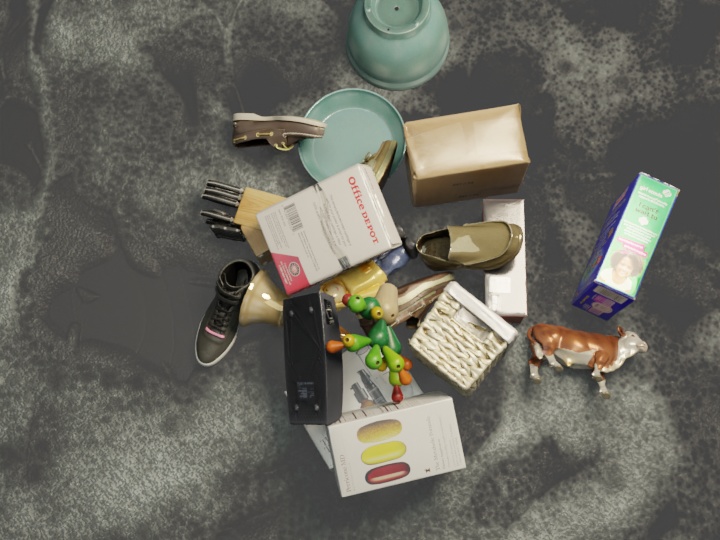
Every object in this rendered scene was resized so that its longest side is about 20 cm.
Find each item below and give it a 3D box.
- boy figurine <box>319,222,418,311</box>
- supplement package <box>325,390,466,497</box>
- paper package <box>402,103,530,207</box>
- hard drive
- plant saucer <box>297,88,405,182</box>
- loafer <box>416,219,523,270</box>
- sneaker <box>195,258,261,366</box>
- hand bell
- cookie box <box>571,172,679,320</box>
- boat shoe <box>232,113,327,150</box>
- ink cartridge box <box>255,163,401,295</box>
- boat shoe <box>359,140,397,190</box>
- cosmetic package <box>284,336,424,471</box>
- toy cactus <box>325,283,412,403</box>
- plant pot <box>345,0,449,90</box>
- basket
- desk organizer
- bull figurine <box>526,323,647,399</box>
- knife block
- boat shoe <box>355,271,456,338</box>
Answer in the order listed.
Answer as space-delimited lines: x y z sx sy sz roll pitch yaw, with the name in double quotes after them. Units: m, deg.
0.000 0.000 1.565 0.199 0.065 0.125 -35 78 -10 "boy figurine"
0.050 0.269 1.419 0.197 0.110 0.116 -13 90 -6 "supplement package"
0.175 -0.190 1.541 0.196 0.191 0.105 -9 78 1 "paper package"
-0.075 0.140 1.430 0.042 0.134 0.204 0 82 -33 "hard drive"
-0.014 -0.231 1.641 0.196 0.036 0.204 -1 75 3 "plant saucer"
0.175 -0.039 1.499 0.198 0.067 0.077 -14 69 36 "loafer"
-0.234 0.064 1.540 0.070 0.099 0.202 24 79 7 "sneaker"
-0.095 0.084 1.520 0.198 0.104 0.105 23 77 11 "hand bell"
0.435 -0.036 1.497 0.074 0.171 0.202 24 77 6 "cookie box"
-0.147 -0.244 1.613 0.197 0.072 0.061 8 91 29 "boat shoe"
-0.050 -0.068 1.484 0.198 0.084 0.147 -24 88 17 "ink cartridge box"
0.001 -0.146 1.560 0.062 0.073 0.202 27 75 7 "boat shoe"
-0.006 0.216 1.513 0.198 0.052 0.152 -33 73 -6 "cosmetic package"
0.025 0.094 1.404 0.101 0.201 0.166 -19 36 29 "toy cactus"
0.067 -0.450 1.646 0.197 0.134 0.204 -1 75 2 "plant pot"
0.163 0.118 1.459 0.135 0.200 0.124 38 86 12 "basket"
0.244 -0.013 1.548 0.070 0.077 0.204 0 75 4 "desk organizer"
0.372 0.141 1.498 0.197 0.066 0.122 8 42 12 "bull figurine"
-0.177 -0.110 1.602 0.198 0.064 0.177 -28 76 -5 "knife block"
0.082 0.063 1.526 0.200 0.074 0.076 -21 92 -26 "boat shoe"
